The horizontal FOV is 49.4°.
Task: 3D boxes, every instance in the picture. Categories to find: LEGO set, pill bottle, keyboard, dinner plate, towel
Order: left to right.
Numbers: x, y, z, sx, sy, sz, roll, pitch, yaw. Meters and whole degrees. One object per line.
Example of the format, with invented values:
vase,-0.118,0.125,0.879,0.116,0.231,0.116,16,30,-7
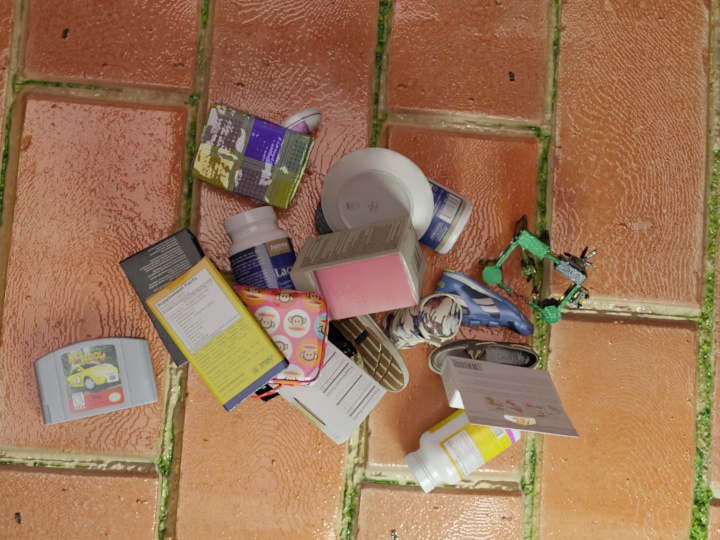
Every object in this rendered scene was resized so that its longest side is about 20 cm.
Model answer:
towel,-0.195,-0.202,1.380,0.200,0.023,0.144,22,91,6
pill bottle,-0.167,-0.005,1.382,0.116,0.116,0.200,-19,89,-6
keyboard,-0.104,0.176,1.420,0.200,0.040,0.104,-26,80,-14
dinner plate,0.027,-0.114,1.358,0.200,0.024,0.201,5,117,11
pill bottle,0.091,-0.123,1.416,0.200,0.111,0.111,29,84,-2
pill bottle,0.178,0.310,1.399,0.200,0.104,0.104,-33,90,-6
LEGO set,0.326,-0.008,1.449,0.200,0.116,0.154,27,114,1

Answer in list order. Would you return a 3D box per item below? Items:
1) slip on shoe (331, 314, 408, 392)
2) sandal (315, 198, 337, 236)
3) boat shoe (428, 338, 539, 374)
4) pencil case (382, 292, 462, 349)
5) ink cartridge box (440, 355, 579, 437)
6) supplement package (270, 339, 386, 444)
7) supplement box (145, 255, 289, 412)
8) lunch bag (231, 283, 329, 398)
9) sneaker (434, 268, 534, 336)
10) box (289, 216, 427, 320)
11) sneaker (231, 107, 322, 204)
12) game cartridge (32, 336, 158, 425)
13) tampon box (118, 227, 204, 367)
slip on shoe,0.022,0.127,1.416,0.200,0.061,0.076,48,124,4
sandal,-0.025,-0.051,1.440,0.075,0.045,0.200,-27,104,-1
boat shoe,0.226,0.162,1.434,0.200,0.060,0.072,1,86,-5
pencil case,0.102,0.093,1.365,0.078,0.200,0.090,33,72,-9
ink cartridge box,0.249,0.227,1.333,0.200,0.176,0.045,10,121,-13
supplement package,-0.072,0.189,1.341,0.200,0.114,0.110,40,72,5
supplement box,-0.205,0.092,1.152,0.109,0.110,0.200,-36,90,-6
lunch bag,-0.152,0.115,1.245,0.200,0.082,0.177,8,81,-5
sneaker,0.222,0.074,1.437,0.200,0.074,0.082,30,86,5
box,0.000,0.000,1.338,0.200,0.128,0.109,-11,118,19
sneaker,-0.130,-0.198,1.418,0.200,0.073,0.114,-39,83,5
game cartridge,-0.470,0.188,1.383,0.200,0.041,0.133,-12,84,-6
tampon box,-0.301,0.049,1.348,0.126,0.150,0.200,-28,89,-8
